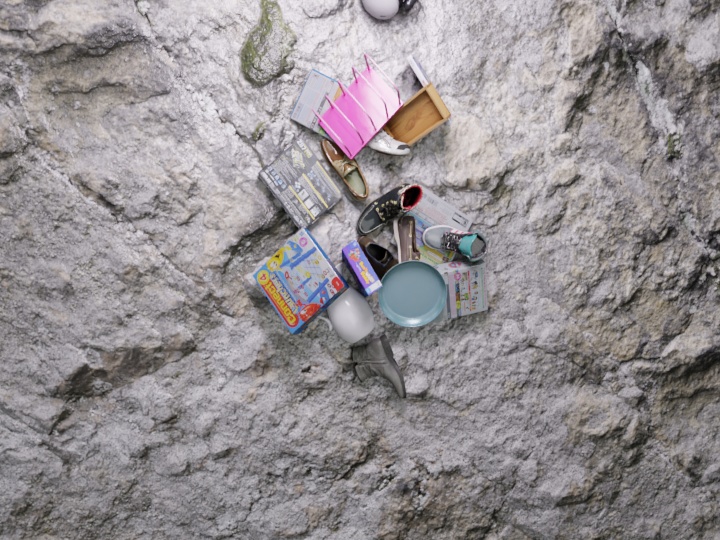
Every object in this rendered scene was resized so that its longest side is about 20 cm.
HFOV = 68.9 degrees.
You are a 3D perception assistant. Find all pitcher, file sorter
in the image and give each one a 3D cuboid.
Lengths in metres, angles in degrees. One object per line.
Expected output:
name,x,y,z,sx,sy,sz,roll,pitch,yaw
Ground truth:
pitcher,-0.066,0.110,1.476,0.169,0.121,0.204,-33,92,1
file sorter,-0.008,-0.416,1.327,0.200,0.125,0.139,-44,84,5

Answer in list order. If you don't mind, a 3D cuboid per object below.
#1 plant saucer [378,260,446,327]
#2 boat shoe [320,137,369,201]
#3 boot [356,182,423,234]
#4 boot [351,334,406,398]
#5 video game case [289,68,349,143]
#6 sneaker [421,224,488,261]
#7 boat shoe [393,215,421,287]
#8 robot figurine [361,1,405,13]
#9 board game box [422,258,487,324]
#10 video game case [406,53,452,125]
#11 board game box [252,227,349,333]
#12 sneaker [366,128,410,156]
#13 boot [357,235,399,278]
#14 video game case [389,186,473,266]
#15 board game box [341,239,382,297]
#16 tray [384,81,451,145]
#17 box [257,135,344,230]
plant saucer,0.145,0.062,1.470,0.192,0.028,0.207,0,115,0
boat shoe,-0.035,-0.283,1.443,0.075,0.074,0.202,-38,102,-2
boot,0.079,-0.171,1.437,0.201,0.154,0.074,-38,102,-3
boot,0.052,0.301,1.552,0.127,0.068,0.206,-23,94,0
video game case,-0.077,-0.432,1.410,0.195,0.018,0.147,28,93,8
sneaker,0.278,-0.076,1.480,0.192,0.121,0.087,7,98,-11
boat shoe,0.140,-0.050,1.479,0.057,0.072,0.208,-7,98,23
robot figurine,0.081,-0.763,1.372,0.124,0.149,0.203,32,92,-41
board game box,0.270,0.056,1.536,0.192,0.065,0.153,-11,111,-6
video game case,0.189,-0.491,1.419,0.018,0.144,0.202,-31,104,21
board game box,-0.162,0.029,1.422,0.195,0.056,0.202,-41,78,8
sneaker,0.047,-0.369,1.426,0.193,0.076,0.091,16,97,3
boot,0.069,-0.017,1.486,0.198,0.097,0.075,40,91,-12
video game case,0.208,-0.116,1.535,0.196,0.022,0.186,29,92,-13
board game box,0.000,0.000,1.411,0.044,0.200,0.137,-30,88,-4
tray,0.140,-0.403,1.405,0.100,0.198,0.037,53,50,-11
box,-0.162,-0.237,1.442,0.160,0.049,0.202,-39,102,0
